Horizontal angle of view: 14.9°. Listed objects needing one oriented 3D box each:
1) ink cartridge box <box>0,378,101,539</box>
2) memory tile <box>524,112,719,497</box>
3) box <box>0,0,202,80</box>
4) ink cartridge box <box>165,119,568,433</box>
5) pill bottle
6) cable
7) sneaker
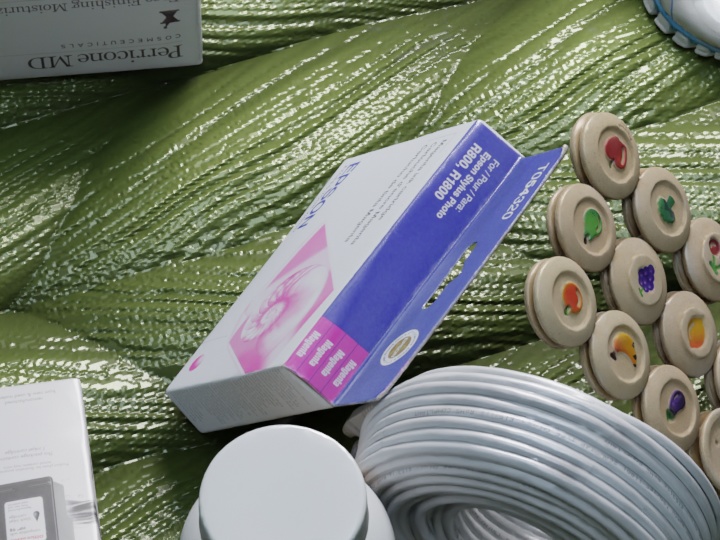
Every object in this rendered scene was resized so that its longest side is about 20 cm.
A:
[{"bbox_3d":[-0.166,0.172,1.455,0.066,0.116,0.201,-7,49,-6],"label":"ink cartridge box"},{"bbox_3d":[0.169,0.020,1.540,0.017,0.200,0.154,-14,44,43],"label":"memory tile"},{"bbox_3d":[-0.202,-0.236,1.720,0.198,0.131,0.201,-5,58,-3],"label":"box"},{"bbox_3d":[0.000,0.000,1.544,0.043,0.200,0.197,46,62,-16],"label":"ink cartridge box"},{"bbox_3d":[-0.036,0.165,1.424,0.112,0.200,0.113,0,57,0],"label":"pill bottle"},{"bbox_3d":[0.089,0.127,1.447,0.199,0.200,0.069,32,60,-7],"label":"cable"},{"bbox_3d":[0.200,-0.216,1.733,0.075,0.087,0.200,-30,63,-19],"label":"sneaker"}]
